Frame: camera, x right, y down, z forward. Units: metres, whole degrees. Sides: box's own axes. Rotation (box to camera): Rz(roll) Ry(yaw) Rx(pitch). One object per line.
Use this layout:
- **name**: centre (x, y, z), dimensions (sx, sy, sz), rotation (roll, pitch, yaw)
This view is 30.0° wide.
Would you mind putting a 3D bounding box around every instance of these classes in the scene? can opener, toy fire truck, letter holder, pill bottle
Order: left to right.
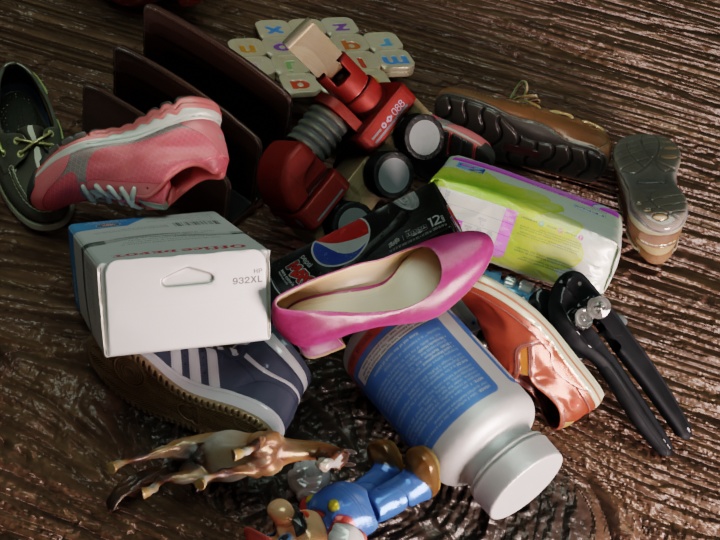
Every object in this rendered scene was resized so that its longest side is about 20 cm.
- **letter holder**: centre (-0.177, -0.159, 1.365), dimensions (0.200, 0.142, 0.101), rotation (34, 53, 17)
- **toy fire truck**: centre (-0.035, -0.139, 1.297), dimensions (0.200, 0.129, 0.176), rotation (44, 77, -24)
- **pill bottle**: centre (0.084, 0.120, 1.198), dimensions (0.112, 0.112, 0.200), rotation (-25, 58, -28)
- **can opener**: centre (0.242, 0.085, 1.261), dimensions (0.063, 0.079, 0.200), rotation (-42, 91, -11)

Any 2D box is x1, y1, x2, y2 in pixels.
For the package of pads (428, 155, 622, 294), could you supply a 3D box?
- **package of pads**: centre (0.162, -0.047, 1.342), dimensions (0.200, 0.068, 0.155), rotation (20, 17, 7)

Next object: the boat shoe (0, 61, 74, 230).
- **boat shoe**: centre (-0.337, -0.128, 1.363), dimensions (0.072, 0.060, 0.202), rotation (-11, 53, -19)

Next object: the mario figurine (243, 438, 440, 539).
- **mario figurine**: centre (-0.027, 0.196, 1.115), dimensions (0.200, 0.123, 0.106), rotation (-32, 75, -36)

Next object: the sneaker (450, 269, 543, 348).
- **sneaker**: centre (0.084, 0.034, 1.301), dimensions (0.200, 0.075, 0.087), rotation (17, 55, 4)

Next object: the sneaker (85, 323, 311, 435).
- **sneaker**: centre (-0.141, 0.084, 1.217), dimensions (0.200, 0.070, 0.109), rotation (24, 47, 12)

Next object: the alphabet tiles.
- **alphabet tiles**: centre (-0.045, -0.240, 1.512), dimensions (0.200, 0.015, 0.196), rotation (-5, 34, -15)

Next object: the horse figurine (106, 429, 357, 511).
- **horse figurine**: centre (-0.121, 0.161, 1.120), dimensions (0.132, 0.200, 0.050), rotation (-6, 84, -59)

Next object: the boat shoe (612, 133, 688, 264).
- **boat shoe**: centre (0.306, -0.079, 1.437), dimensions (0.076, 0.072, 0.200), rotation (3, 35, 8)

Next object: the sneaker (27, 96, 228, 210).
- **sneaker**: centre (-0.217, -0.091, 1.264), dimensions (0.200, 0.074, 0.087), rotation (-23, 71, 2)

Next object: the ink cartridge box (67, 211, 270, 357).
- **ink cartridge box**: centre (-0.173, 0.008, 1.195), dimensions (0.145, 0.084, 0.200), rotation (-5, 13, -18)

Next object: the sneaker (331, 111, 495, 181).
- **sneaker**: centre (0.053, -0.159, 1.453), dimensions (0.200, 0.074, 0.087), rotation (16, 46, 1)

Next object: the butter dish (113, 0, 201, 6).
- **butter dish**: centre (-0.222, -0.368, 1.529), dimensions (0.200, 0.199, 0.148), rotation (-28, 83, -28)

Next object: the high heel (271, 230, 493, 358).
- **high heel**: centre (0.019, 0.007, 1.150), dimensions (0.200, 0.096, 0.067), rotation (-23, 62, 3)

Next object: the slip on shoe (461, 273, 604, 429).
- **slip on shoe**: centre (0.144, 0.070, 1.231), dimensions (0.061, 0.074, 0.200), rotation (-46, 110, -10)

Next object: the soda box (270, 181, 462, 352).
- **soda box**: centre (0.000, 0.000, 1.250), dimensions (0.200, 0.071, 0.063), rotation (-26, 47, 9)

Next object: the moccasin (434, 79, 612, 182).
- **moccasin**: centre (0.180, -0.160, 1.479), dimensions (0.201, 0.074, 0.078), rotation (13, 40, 4)
